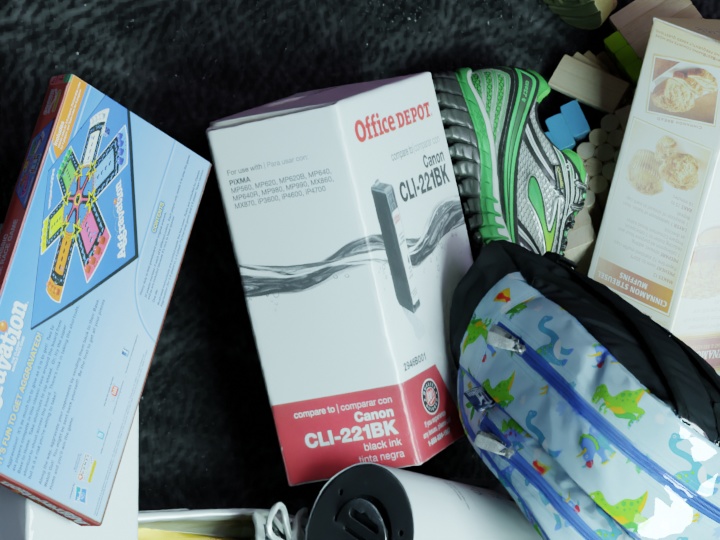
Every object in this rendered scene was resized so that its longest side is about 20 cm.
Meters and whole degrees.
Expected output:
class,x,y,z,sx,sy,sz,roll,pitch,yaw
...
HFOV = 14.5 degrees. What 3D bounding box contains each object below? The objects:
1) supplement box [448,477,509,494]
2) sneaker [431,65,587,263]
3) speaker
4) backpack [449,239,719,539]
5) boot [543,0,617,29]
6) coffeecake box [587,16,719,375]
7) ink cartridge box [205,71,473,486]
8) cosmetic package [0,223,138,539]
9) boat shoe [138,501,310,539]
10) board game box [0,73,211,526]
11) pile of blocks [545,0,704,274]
class,x,y,z,sx,sy,sz,roll,pitch,yaw
supplement box,0.081,0.231,1.638,0.109,0.061,0.200,-39,107,-26
sneaker,0.099,-0.026,1.619,0.085,0.078,0.201,-14,81,-11
speaker,0.064,0.156,1.522,0.200,0.081,0.082,17,79,-45
backpack,0.137,0.088,1.485,0.163,0.200,0.154,38,81,-34
boot,0.144,-0.271,1.702,0.200,0.066,0.175,-54,126,-21
coffeecake box,0.219,-0.042,1.670,0.153,0.073,0.201,-4,113,-47
ink cartridge box,0.000,0.000,1.549,0.144,0.083,0.201,-26,103,-65
cosmetic package,-0.170,0.077,1.460,0.071,0.101,0.201,2,86,-40
boat shoe,-0.051,0.155,1.512,0.201,0.086,0.075,9,65,-13
board game box,-0.141,0.015,1.404,0.103,0.019,0.201,33,64,-40
pile of blocks,0.147,-0.078,1.704,0.200,0.082,0.062,-56,158,-11
